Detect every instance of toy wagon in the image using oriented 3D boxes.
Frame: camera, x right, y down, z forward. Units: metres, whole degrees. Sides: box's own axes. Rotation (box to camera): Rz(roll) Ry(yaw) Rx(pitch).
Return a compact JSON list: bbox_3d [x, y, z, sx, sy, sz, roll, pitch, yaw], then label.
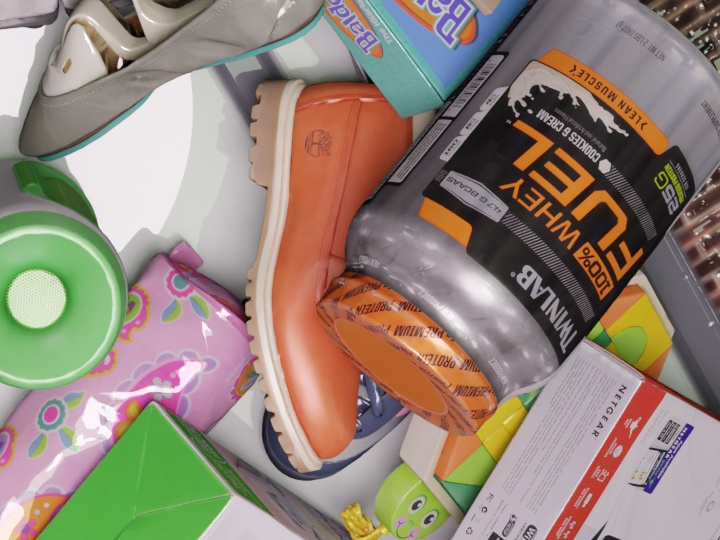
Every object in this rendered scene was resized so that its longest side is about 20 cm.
[{"bbox_3d":[0.077,0.079,1.212,0.200,0.040,0.155,-43,143,-4],"label":"toy wagon"}]

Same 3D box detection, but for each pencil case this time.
[{"bbox_3d":[-0.134,0.081,1.197,0.087,0.087,0.200,43,89,-15],"label":"pencil case"}]

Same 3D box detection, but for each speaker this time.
[{"bbox_3d":[-0.159,-0.002,1.113,0.088,0.200,0.089,-2,101,-11],"label":"speaker"}]

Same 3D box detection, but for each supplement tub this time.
[{"bbox_3d":[0.076,-0.028,1.102,0.122,0.122,0.200,43,75,-15],"label":"supplement tub"}]

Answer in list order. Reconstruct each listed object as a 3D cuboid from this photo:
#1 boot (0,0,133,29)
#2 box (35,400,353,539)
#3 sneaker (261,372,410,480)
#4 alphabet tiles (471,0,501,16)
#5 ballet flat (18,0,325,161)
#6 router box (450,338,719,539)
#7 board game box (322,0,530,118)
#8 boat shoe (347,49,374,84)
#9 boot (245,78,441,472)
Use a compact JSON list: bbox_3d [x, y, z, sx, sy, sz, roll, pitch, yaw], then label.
[{"bbox_3d":[-0.202,-0.179,1.145,0.198,0.070,0.133,-3,106,-7],"label":"boot"},{"bbox_3d":[-0.096,0.197,1.180,0.200,0.097,0.176,-49,133,1],"label":"box"},{"bbox_3d":[0.025,0.032,1.215,0.070,0.082,0.200,43,89,-6],"label":"sneaker"},{"bbox_3d":[0.059,-0.251,1.140,0.167,0.008,0.200,46,61,-20],"label":"alphabet tiles"},{"bbox_3d":[-0.105,-0.117,1.134,0.199,0.068,0.064,-22,123,31],"label":"ballet flat"},{"bbox_3d":[0.119,0.150,1.225,0.179,0.049,0.201,27,95,-53],"label":"router box"},{"bbox_3d":[0.046,-0.198,1.162,0.200,0.045,0.152,-46,107,-27],"label":"board game box"},{"bbox_3d":[0.023,-0.123,1.203,0.068,0.057,0.200,-37,104,-3],"label":"boat shoe"},{"bbox_3d":[0.000,0.000,1.171,0.106,0.075,0.202,-1,80,14],"label":"boot"}]
